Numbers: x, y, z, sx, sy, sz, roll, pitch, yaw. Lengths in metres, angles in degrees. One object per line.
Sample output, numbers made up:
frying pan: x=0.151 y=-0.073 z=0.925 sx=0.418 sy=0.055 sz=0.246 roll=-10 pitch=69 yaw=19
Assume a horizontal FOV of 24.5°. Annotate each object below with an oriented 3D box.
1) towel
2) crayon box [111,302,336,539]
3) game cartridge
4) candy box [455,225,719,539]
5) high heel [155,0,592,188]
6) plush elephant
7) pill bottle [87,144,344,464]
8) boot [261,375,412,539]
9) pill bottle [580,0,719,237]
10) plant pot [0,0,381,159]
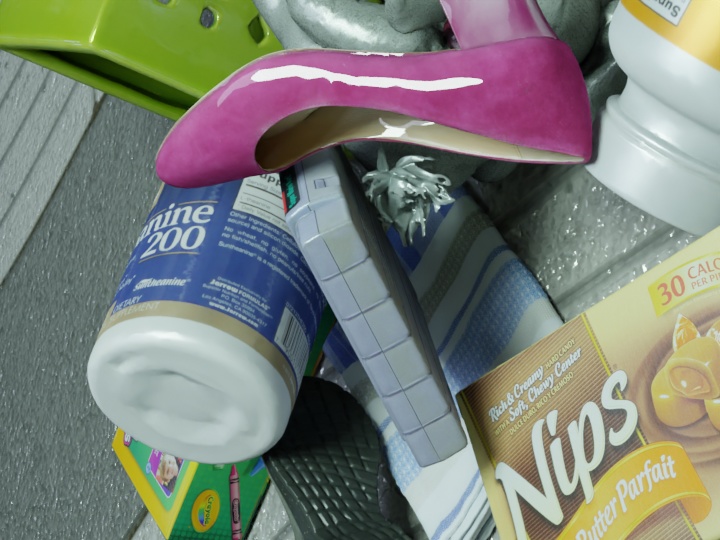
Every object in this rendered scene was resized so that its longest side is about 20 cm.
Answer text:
towel: x=0.046 y=0.047 z=0.915 sx=0.147 sy=0.024 sz=0.200 roll=-60 pitch=36 yaw=24
crayon box: x=-0.089 y=0.065 z=1.083 sx=0.119 sy=0.058 sz=0.201 roll=46 pitch=117 yaw=53
game cartridge: x=0.000 y=0.000 z=0.821 sx=0.038 sy=0.130 sz=0.200 roll=-30 pitch=19 yaw=6
candy box: x=0.134 y=0.068 z=0.722 sx=0.200 sy=0.055 sz=0.116 roll=-38 pitch=61 yaw=46
high heel: x=0.003 y=-0.056 z=0.737 sx=0.199 sy=0.067 sz=0.096 roll=-23 pitch=75 yaw=13
plush elephant: x=0.054 y=-0.118 z=0.840 sx=0.155 sy=0.165 sz=0.200 roll=-41 pitch=31 yaw=15
pill bottle: x=-0.071 y=-0.002 z=0.926 sx=0.111 sy=0.111 sz=0.201 roll=-39 pitch=26 yaw=44
boot: x=-0.023 y=0.165 z=0.926 sx=0.200 sy=0.067 sz=0.131 roll=-116 pitch=31 yaw=-45
pill bottle: x=0.172 y=-0.117 z=0.691 sx=0.201 sy=0.111 sz=0.111 roll=-64 pitch=35 yaw=20
plant pot: x=-0.097 y=-0.193 z=1.066 sx=0.199 sy=0.199 sz=0.182 roll=16 pitch=87 yaw=58
